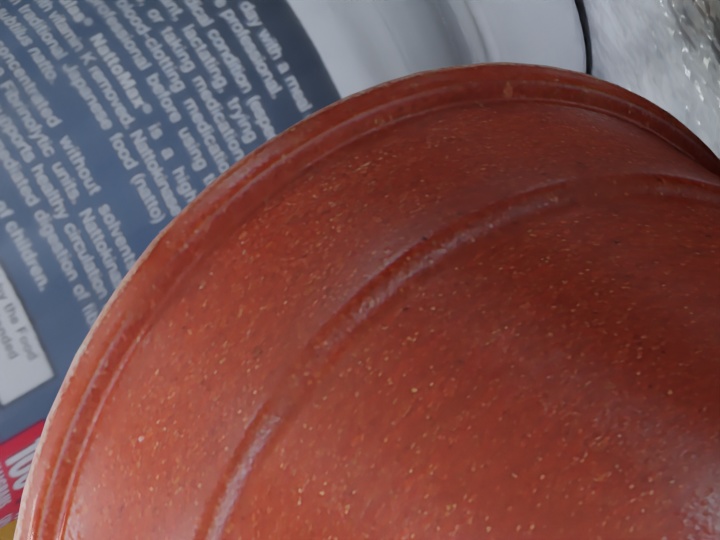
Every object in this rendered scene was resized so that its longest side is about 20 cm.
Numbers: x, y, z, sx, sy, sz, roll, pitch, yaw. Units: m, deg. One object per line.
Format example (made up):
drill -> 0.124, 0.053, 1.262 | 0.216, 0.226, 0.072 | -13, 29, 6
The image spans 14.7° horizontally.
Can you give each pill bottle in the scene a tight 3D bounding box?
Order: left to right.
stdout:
pill bottle -> -0.050, -0.029, 0.674 | 0.120, 0.199, 0.120 | 52, 162, 24

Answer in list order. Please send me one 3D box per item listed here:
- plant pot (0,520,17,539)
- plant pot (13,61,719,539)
plant pot -> -0.048, 0.127, 1.001 | 0.201, 0.182, 0.201 | 58, 165, 26
plant pot -> 0.066, 0.082, 0.513 | 0.195, 0.200, 0.202 | 29, 143, 54
